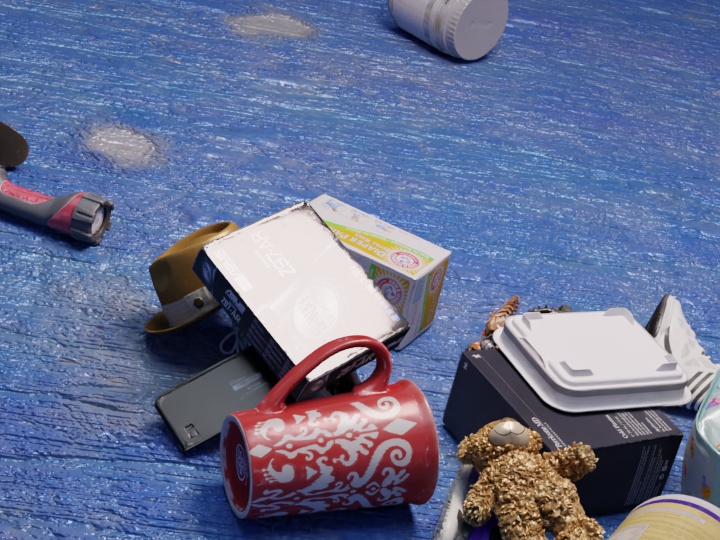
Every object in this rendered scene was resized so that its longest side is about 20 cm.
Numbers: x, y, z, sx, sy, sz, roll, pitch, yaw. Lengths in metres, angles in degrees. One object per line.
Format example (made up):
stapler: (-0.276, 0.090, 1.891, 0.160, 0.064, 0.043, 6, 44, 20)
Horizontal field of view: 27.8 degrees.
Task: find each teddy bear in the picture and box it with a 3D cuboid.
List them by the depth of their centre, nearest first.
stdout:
teddy bear: (0.166, 0.216, 1.448, 0.145, 0.067, 0.200, -13, 40, 13)

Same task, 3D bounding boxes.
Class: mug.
mug: (-0.040, 0.171, 1.513, 0.200, 0.133, 0.178, -6, 70, -22)

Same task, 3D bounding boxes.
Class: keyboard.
keyboard: (-0.111, 0.144, 1.589, 0.200, 0.021, 0.127, -27, 63, -19)

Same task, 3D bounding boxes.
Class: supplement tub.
supplement tub: (0.280, 0.317, 1.384, 0.145, 0.146, 0.200, 27, 32, 24)

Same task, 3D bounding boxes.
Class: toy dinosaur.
toy dinosaur: (0.199, 0.085, 1.826, 0.135, 0.102, 0.200, -2, 50, 6)

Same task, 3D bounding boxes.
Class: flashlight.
flashlight: (-0.425, -0.095, 1.909, 0.200, 0.068, 0.068, 21, 31, 13)

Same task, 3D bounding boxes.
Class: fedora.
fedora: (-0.185, -0.002, 1.722, 0.200, 0.082, 0.201, -30, 11, 6)

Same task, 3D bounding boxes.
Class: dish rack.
dish rack: (0.269, 0.094, 1.667, 0.200, 0.044, 0.172, -2, 33, -26)

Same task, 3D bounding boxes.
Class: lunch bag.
lunch bag: (0.407, 0.223, 1.573, 0.122, 0.171, 0.200, 14, 28, 18)

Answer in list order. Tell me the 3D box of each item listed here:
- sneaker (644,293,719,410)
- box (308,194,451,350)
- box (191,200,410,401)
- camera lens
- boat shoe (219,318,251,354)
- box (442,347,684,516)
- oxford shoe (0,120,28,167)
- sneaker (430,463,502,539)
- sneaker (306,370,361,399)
sneaker: (0.424, 0.117, 1.890, 0.115, 0.076, 0.201, 23, 37, 0)
box: (0.000, 0.000, 1.866, 0.200, 0.113, 0.101, 26, 32, 20)
box: (-0.066, 0.030, 1.619, 0.160, 0.044, 0.200, -26, 68, -37)
camera lens: (0.163, -0.506, 2.778, 0.160, 0.160, 0.200, -15, 39, -40)
boat shoe: (-0.123, 0.072, 1.695, 0.086, 0.075, 0.202, 39, 15, -28)
box: (0.225, 0.178, 1.649, 0.182, 0.104, 0.200, -3, 32, -29)
oxford shoe: (-0.558, -0.194, 2.037, 0.200, 0.071, 0.071, 17, 4, -3)
sneaker: (0.136, 0.259, 1.519, 0.099, 0.070, 0.200, 23, 34, 5)
sneaker: (-0.037, 0.120, 1.679, 0.073, 0.071, 0.200, -5, 33, -30)
